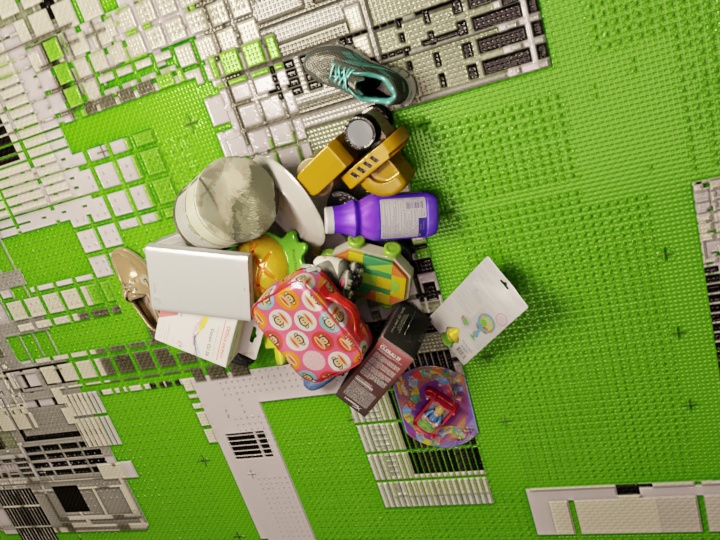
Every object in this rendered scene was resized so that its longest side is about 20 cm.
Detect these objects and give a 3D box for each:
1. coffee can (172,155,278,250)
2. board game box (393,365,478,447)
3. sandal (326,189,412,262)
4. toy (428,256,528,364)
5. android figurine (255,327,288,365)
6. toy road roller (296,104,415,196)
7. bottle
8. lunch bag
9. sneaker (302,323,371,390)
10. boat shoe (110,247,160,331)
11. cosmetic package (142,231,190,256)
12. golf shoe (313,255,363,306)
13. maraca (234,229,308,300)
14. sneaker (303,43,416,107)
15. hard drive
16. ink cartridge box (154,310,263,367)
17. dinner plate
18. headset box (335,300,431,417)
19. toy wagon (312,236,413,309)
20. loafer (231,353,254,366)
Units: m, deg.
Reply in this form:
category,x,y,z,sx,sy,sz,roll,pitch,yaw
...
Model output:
category,x,y,z,sx,sy,sz,roll,pitch,yaw
coffee can,-0.248,-0.113,1.161,0.147,0.146,0.200,58,157,-12
board game box,0.150,0.293,1.324,0.157,0.039,0.201,-8,110,21
sandal,0.014,-0.078,1.207,0.200,0.048,0.075,42,118,-18
toy,0.221,0.075,1.192,0.115,0.047,0.200,54,131,18
android figurine,-0.143,0.092,1.308,0.181,0.041,0.201,-6,93,28
toy road roller,0.003,-0.179,1.115,0.200,0.123,0.146,-36,99,28
bottle,0.036,-0.094,1.135,0.199,0.065,0.084,-5,105,-7
lunch bag,-0.078,0.093,1.146,0.176,0.082,0.200,-29,105,34
sneaker,-0.061,0.182,1.317,0.078,0.089,0.200,40,119,-1
boat shoe,-0.482,0.040,1.406,0.071,0.065,0.200,-29,102,27
cosmetic package,-0.351,0.016,1.341,0.106,0.090,0.201,-19,104,21
golf shoe,-0.053,0.057,1.215,0.088,0.077,0.201,21,124,14
maraca,-0.171,-0.010,1.226,0.199,0.107,0.138,-8,96,38
sneaker,-0.008,-0.324,1.072,0.199,0.091,0.078,19,117,10
hard drive,-0.298,0.022,1.199,0.199,0.026,0.133,6,114,10
ink cartridge box,-0.297,0.112,1.284,0.199,0.068,0.117,20,114,5
dinner plate,-0.140,-0.119,1.177,0.200,0.024,0.200,42,158,21
headset box,0.051,0.160,1.232,0.075,0.149,0.200,36,122,0
toy wagon,0.000,0.000,1.215,0.199,0.040,0.156,15,137,11
loafer,-0.317,0.161,1.408,0.200,0.068,0.071,23,126,13
